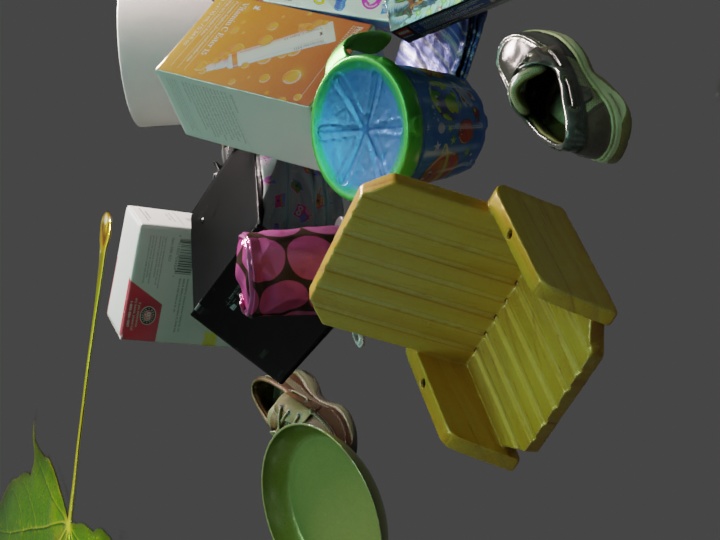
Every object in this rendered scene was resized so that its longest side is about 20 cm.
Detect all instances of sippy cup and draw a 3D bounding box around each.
[{"bbox_3d":[0.044,-0.135,1.342,0.139,0.130,0.179,10,104,46],"label":"sippy cup"}]

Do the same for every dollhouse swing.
[{"bbox_3d":[0.075,0.042,1.216,0.200,0.175,0.182,-61,34,36],"label":"dollhouse swing"}]

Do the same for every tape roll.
[{"bbox_3d":[-0.223,-0.287,1.823,0.203,0.139,0.204,-4,-90,-87],"label":"tape roll"}]

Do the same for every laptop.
[{"bbox_3d":[-0.101,-0.014,1.537,0.187,0.200,0.116,-48,4,49],"label":"laptop"}]

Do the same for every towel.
[{"bbox_3d":[0.064,-0.200,1.454,0.145,0.024,0.201,56,133,53],"label":"towel"}]

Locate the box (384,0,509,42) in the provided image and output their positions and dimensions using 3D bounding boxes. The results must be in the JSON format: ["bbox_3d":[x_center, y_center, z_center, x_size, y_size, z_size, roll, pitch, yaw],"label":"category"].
[{"bbox_3d":[0.077,-0.332,1.345,0.137,0.040,0.201,-19,72,27],"label":"box"}]

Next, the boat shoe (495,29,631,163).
[{"bbox_3d":[0.158,-0.155,1.209,0.201,0.066,0.072,58,135,51],"label":"boat shoe"}]

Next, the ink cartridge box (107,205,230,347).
[{"bbox_3d":[-0.190,0.011,1.723,0.083,0.199,0.146,-139,59,-62],"label":"ink cartridge box"}]

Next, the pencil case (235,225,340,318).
[{"bbox_3d":[-0.025,0.006,1.392,0.091,0.199,0.094,-107,24,-46],"label":"pencil case"}]

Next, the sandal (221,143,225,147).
[{"bbox_3d":[-0.052,-0.175,1.562,0.070,0.211,0.078,59,173,-4],"label":"sandal"}]

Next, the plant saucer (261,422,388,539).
[{"bbox_3d":[-0.032,0.253,1.492,0.200,0.031,0.201,19,116,47],"label":"plant saucer"}]

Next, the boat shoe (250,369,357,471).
[{"bbox_3d":[-0.068,0.171,1.585,0.200,0.074,0.076,37,118,60],"label":"boat shoe"}]

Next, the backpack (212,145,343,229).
[{"bbox_3d":[-0.096,-0.103,1.636,0.167,0.126,0.200,101,160,-49],"label":"backpack"}]

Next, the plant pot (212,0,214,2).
[{"bbox_3d":[-0.112,-0.403,1.681,0.179,0.199,0.201,-116,38,-70],"label":"plant pot"}]

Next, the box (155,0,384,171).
[{"bbox_3d":[-0.086,-0.192,1.455,0.199,0.098,0.125,17,58,30],"label":"box"}]

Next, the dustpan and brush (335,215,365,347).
[{"bbox_3d":[0.000,0.000,1.499,0.140,0.057,0.201,-57,37,42],"label":"dustpan and brush"}]

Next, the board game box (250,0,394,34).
[{"bbox_3d":[-0.007,-0.352,1.459,0.199,0.056,0.197,15,90,33],"label":"board game box"}]
